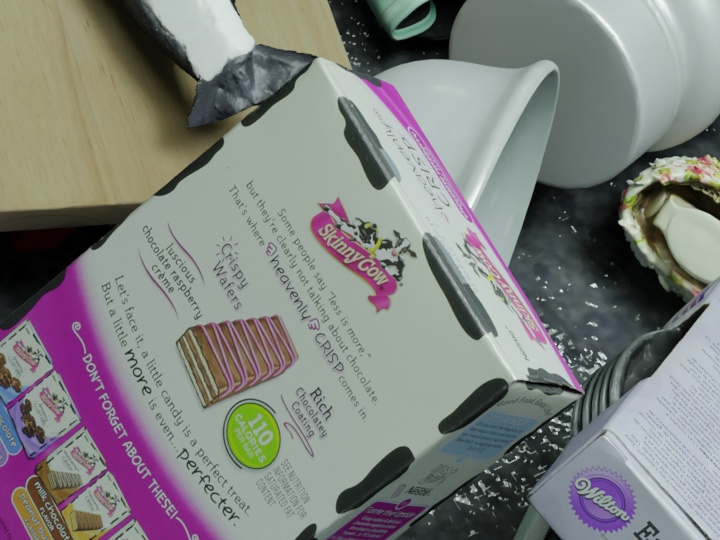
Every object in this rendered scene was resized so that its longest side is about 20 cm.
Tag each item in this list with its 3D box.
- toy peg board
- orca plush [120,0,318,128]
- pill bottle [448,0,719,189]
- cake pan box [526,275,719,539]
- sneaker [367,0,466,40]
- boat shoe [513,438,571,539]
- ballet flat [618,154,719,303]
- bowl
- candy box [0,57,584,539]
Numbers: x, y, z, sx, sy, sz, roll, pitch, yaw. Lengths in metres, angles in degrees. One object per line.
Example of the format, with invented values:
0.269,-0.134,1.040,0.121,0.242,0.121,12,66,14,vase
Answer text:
-0.121,-0.096,1.230,0.198,0.098,0.201,-5,67,-37,toy peg board
-0.070,-0.156,1.181,0.200,0.105,0.071,55,16,9,orca plush
0.133,-0.121,1.291,0.114,0.114,0.200,39,46,13,pill bottle
0.165,0.104,1.125,0.200,0.052,0.184,47,29,-1,cake pan box
-0.011,-0.162,1.318,0.199,0.074,0.119,8,48,-13,sneaker
0.077,0.130,1.143,0.060,0.076,0.201,28,65,6,boat shoe
0.181,0.018,1.233,0.200,0.076,0.064,34,11,28,ballet flat
0.000,0.000,1.136,0.090,0.202,0.202,21,52,8,bowl
-0.042,0.043,1.026,0.137,0.200,0.061,59,20,21,candy box
